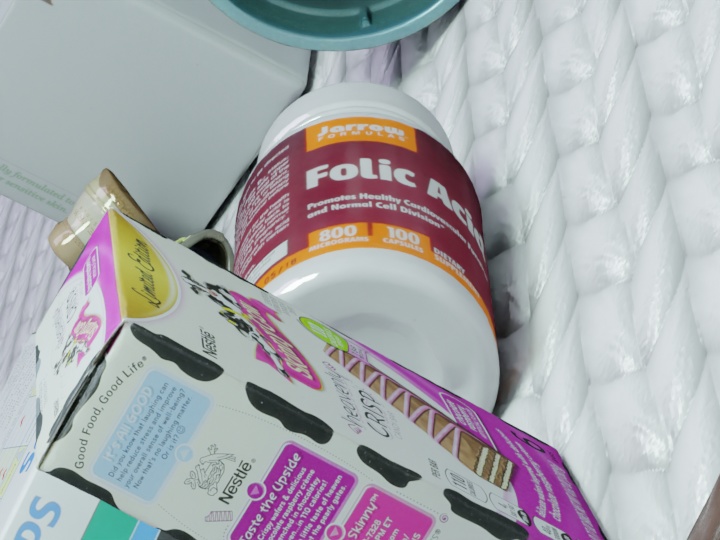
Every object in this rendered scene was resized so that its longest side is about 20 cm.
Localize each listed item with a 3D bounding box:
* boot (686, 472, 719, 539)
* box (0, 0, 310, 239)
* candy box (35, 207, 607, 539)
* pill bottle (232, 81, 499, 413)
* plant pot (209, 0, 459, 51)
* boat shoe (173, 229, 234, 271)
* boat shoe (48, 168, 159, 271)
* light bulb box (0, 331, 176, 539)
[{"bbox_3d":[0.128,0.070,0.654,0.200,0.064,0.186,-60,2,-7],"label":"boot"},{"bbox_3d":[-0.158,-0.148,1.723,0.200,0.198,0.172,-54,17,33],"label":"box"},{"bbox_3d":[-0.013,0.065,0.867,0.061,0.200,0.136,-59,16,11],"label":"candy box"},{"bbox_3d":[0.000,0.000,1.104,0.114,0.114,0.200,-55,17,23],"label":"pill bottle"},{"bbox_3d":[-0.015,-0.244,1.469,0.201,0.200,0.196,-58,8,12],"label":"plant pot"},{"bbox_3d":[-0.132,0.062,1.511,0.202,0.072,0.060,-66,10,-28],"label":"boat shoe"},{"bbox_3d":[-0.161,-0.013,1.618,0.064,0.071,0.200,-40,-14,-4],"label":"boat shoe"},{"bbox_3d":[-0.143,0.138,1.309,0.199,0.125,0.200,-65,16,-14],"label":"light bulb box"}]
